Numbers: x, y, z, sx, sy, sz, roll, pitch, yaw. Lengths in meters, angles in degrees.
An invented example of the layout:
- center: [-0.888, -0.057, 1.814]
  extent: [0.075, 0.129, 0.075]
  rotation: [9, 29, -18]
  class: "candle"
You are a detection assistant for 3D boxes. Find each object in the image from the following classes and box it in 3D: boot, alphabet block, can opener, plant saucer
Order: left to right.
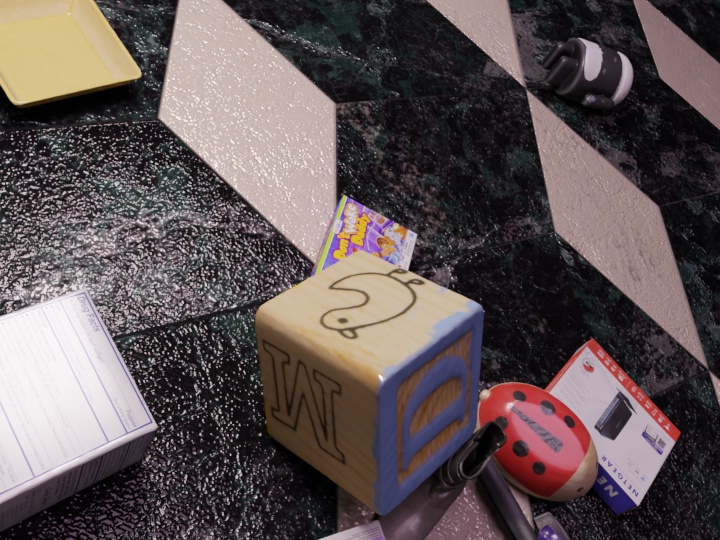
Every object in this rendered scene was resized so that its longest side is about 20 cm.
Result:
- center: [-0.452, -0.319, 1.102]
  extent: [0.198, 0.049, 0.201]
  rotation: [-26, 73, -37]
  class: "plant saucer"
- center: [0.012, 0.123, 0.905]
  extent: [0.198, 0.200, 0.194]
  rotation: [24, 37, 36]
  class: "alphabet block"
- center: [0.097, 0.267, 0.941]
  extent: [0.068, 0.131, 0.200]
  rotation: [44, 49, 6]
  class: "boot"
- center: [0.204, 0.322, 1.013]
  extent: [0.078, 0.064, 0.201]
  rotation: [-30, 64, -12]
  class: "can opener"

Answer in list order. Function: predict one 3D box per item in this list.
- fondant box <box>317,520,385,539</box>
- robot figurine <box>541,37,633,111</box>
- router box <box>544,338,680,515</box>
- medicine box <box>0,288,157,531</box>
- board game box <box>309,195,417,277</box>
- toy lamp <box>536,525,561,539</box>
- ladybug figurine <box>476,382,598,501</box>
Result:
- center: [-0.014, 0.400, 0.839]
  extent: [0.142, 0.058, 0.203]
  rotation: [-6, 61, -31]
  class: "fondant box"
- center: [0.488, -0.422, 1.635]
  extent: [0.196, 0.124, 0.154]
  rotation: [9, 96, -22]
  class: "robot figurine"
- center: [0.376, 0.235, 1.169]
  extent: [0.200, 0.049, 0.179]
  rotation: [47, 49, 8]
  class: "router box"
- center: [-0.347, 0.147, 0.802]
  extent: [0.198, 0.103, 0.184]
  rotation: [-21, 70, -37]
  class: "medicine box"
- center: [0.000, 0.000, 1.129]
  extent: [0.132, 0.045, 0.202]
  rotation: [26, 50, -10]
  class: "board game box"
- center: [0.153, 0.373, 0.916]
  extent: [0.197, 0.058, 0.059]
  rotation: [-21, 68, -15]
  class: "toy lamp"
- center: [0.248, 0.235, 1.060]
  extent: [0.198, 0.072, 0.137]
  rotation: [36, 74, 7]
  class: "ladybug figurine"
